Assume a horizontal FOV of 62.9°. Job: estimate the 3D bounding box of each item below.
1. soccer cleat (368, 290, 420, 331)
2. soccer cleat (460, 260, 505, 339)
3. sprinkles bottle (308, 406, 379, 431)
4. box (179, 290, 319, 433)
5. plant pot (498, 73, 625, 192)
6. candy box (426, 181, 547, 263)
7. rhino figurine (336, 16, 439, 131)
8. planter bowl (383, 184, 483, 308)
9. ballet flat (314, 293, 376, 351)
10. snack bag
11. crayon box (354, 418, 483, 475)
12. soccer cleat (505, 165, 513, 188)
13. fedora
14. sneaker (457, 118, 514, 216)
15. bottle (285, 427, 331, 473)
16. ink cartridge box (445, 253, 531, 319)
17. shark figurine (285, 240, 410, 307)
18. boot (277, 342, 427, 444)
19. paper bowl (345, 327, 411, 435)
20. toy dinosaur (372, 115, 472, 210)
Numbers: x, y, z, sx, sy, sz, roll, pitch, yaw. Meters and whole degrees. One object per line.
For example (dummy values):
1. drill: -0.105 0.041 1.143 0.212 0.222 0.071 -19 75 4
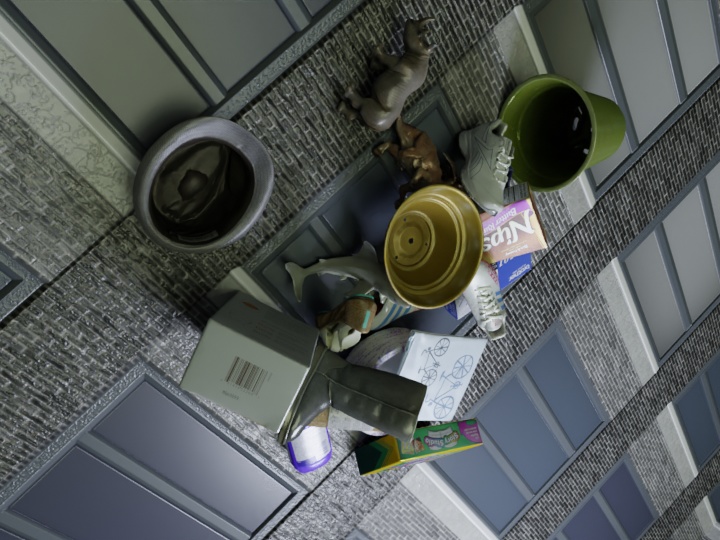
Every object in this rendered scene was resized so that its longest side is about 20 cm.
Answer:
1. soccer cleat: 0.076 0.040 1.059 0.199 0.070 0.086 -33 142 2
2. soccer cleat: 0.232 0.056 1.080 0.069 0.087 0.200 -22 141 13
3. sprinkles bottle: -0.028 0.233 0.988 0.198 0.068 0.069 5 110 -4
4. box: -0.155 0.126 0.876 0.151 0.200 0.107 26 98 -3
5. plant pot: 0.387 -0.256 1.085 0.189 0.199 0.202 -15 119 -39
6. candy box: 0.223 -0.071 1.062 0.198 0.057 0.117 -15 127 23
7. rhino figurine: 0.054 -0.305 0.907 0.087 0.060 0.201 36 93 0
8. planter bowl: 0.103 -0.044 0.979 0.199 0.083 0.203 -7 104 -28
9. ballet flat: -0.030 0.094 0.968 0.067 0.200 0.073 12 71 -23
10. snack bag: 0.130 0.199 1.082 0.199 0.021 0.190 10 109 -36
11. crayon box: 0.115 0.355 1.188 0.198 0.059 0.173 -1 154 -30
12. soccer cleat: 0.232 -0.112 1.097 0.064 0.084 0.202 -4 118 -30
13. fedora: -0.223 -0.124 0.823 0.176 0.090 0.201 27 102 -34
14. sneaker: 0.217 -0.181 0.994 0.087 0.202 0.074 -29 138 35
15. bottle: -0.107 0.275 1.079 0.083 0.065 0.202 -22 120 -21
16. ink cartridge box: 0.253 0.005 1.179 0.199 0.044 0.094 -32 135 -16
17. shark figurine: -0.017 -0.011 0.996 0.212 0.129 0.090 8 131 -6
18. boot: -0.011 0.224 0.928 0.199 0.073 0.183 28 74 -4
19. paper bowl: 0.047 0.200 1.110 0.199 0.104 0.202 -14 120 -26
20. toy dinosaur: 0.108 -0.188 1.001 0.135 0.086 0.201 -35 111 -23
